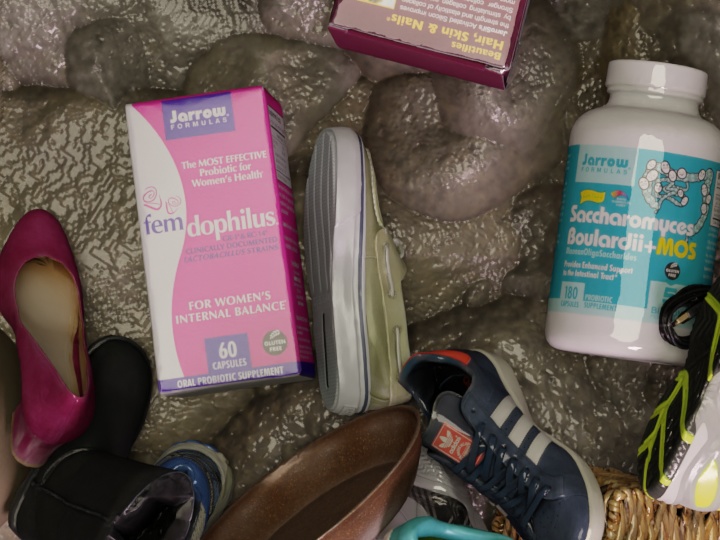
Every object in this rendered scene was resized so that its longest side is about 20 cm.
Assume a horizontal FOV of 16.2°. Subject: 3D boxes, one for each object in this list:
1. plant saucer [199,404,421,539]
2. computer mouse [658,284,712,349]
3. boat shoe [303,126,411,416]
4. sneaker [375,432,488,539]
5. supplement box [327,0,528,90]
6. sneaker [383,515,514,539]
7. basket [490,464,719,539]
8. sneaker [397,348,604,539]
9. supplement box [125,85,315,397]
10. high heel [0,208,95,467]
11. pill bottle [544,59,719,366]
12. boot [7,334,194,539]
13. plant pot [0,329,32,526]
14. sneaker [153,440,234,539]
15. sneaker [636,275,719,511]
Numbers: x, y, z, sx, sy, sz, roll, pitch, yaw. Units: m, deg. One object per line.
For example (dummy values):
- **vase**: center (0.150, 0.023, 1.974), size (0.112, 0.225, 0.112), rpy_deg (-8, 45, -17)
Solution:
- **plant saucer**: center (-0.033, 0.165, 1.678), size (0.200, 0.200, 0.037), rpy_deg (-35, 103, 2)
- **computer mouse**: center (0.271, -0.005, 1.706), size (0.200, 0.034, 0.059), rpy_deg (-39, 120, -33)
- **boat shoe**: center (0.000, 0.000, 1.769), size (0.062, 0.072, 0.202), rpy_deg (-2, 91, -21)
- **sneaker**: center (0.036, 0.213, 1.718), size (0.115, 0.075, 0.201), rpy_deg (-33, 49, 10)
- **supplement box**: center (0.066, -0.241, 1.748), size (0.130, 0.103, 0.201), rpy_deg (15, 88, 4)
- **sneaker**: center (0.106, 0.211, 1.602), size (0.199, 0.080, 0.078), rpy_deg (20, 65, 3)
- **basket**: center (0.173, 0.240, 1.741), size (0.142, 0.149, 0.201), rpy_deg (12, 88, -29)
- **sneaker**: center (0.087, 0.125, 1.692), size (0.075, 0.084, 0.200), rpy_deg (-61, 41, 21)
- **supplement box**: center (-0.097, -0.019, 1.751), size (0.100, 0.103, 0.201), rpy_deg (-8, 85, 4)
- **high heel**: center (-0.210, 0.029, 1.729), size (0.067, 0.096, 0.201), rpy_deg (17, 54, -22)
- **pill bottle**: center (0.191, -0.040, 1.727), size (0.110, 0.111, 0.201), rpy_deg (7, 88, 4)
- **boot**: center (-0.162, 0.130, 1.693), size (0.065, 0.200, 0.166), rpy_deg (24, 84, -20)
- **plant pot**: center (-0.324, 0.109, 1.711), size (0.186, 0.200, 0.189), rpy_deg (0, 87, 3)
- **sneaker**: center (-0.159, 0.209, 1.753), size (0.077, 0.085, 0.201), rpy_deg (25, 90, 5)
- **sneaker**: center (0.253, 0.066, 1.639), size (0.076, 0.075, 0.201), rpy_deg (21, 109, -18)
